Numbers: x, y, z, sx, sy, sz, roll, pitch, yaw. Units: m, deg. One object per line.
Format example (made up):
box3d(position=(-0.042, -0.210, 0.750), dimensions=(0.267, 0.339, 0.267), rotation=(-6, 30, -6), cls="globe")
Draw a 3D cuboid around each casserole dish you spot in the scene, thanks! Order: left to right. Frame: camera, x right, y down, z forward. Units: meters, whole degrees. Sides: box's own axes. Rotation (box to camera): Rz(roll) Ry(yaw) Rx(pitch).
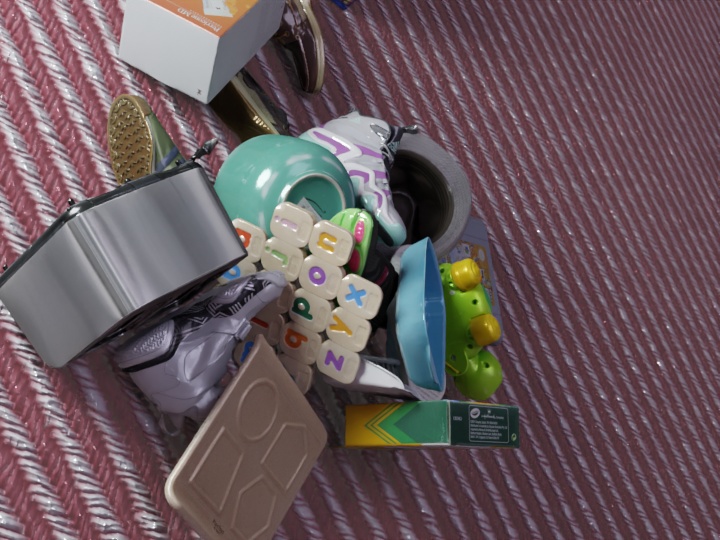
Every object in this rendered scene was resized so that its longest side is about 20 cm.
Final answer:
box3d(position=(0.070, 0.050, 1.185), dimensions=(0.201, 0.038, 0.122), rotation=(-84, 161, -53), cls="casserole dish")

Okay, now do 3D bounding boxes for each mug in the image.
box3d(position=(-0.068, -0.078, 1.209), dimensions=(0.183, 0.114, 0.155), rotation=(-5, 104, -31), cls="mug")

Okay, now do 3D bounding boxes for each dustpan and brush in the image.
box3d(position=(-0.023, 0.105, 1.197), dimensions=(0.140, 0.197, 0.058), rotation=(47, 52, -72), cls="dustpan and brush")

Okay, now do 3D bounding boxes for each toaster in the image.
box3d(position=(-0.225, -0.012, 1.002), dimensions=(0.180, 0.199, 0.120), rotation=(-32, 89, -50), cls="toaster")

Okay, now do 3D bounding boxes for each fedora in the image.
box3d(position=(0.051, -0.082, 1.398), dimensions=(0.176, 0.090, 0.201), rotation=(39, 53, -8), cls="fedora")

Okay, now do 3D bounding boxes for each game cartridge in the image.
box3d(position=(0.144, 0.005, 1.507), dimensions=(0.132, 0.041, 0.203), rotation=(16, 59, -46), cls="game cartridge")

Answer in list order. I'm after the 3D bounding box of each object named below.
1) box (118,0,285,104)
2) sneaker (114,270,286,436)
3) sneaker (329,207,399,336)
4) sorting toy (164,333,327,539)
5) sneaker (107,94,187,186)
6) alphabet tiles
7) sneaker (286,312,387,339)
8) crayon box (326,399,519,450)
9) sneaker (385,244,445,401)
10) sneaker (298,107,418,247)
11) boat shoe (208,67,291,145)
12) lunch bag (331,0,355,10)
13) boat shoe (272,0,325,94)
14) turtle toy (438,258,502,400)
box3d(position=(-0.183, -0.312, 1.241), dimensions=(0.123, 0.098, 0.201), rotation=(27, 45, 4), cls="box")
box3d(position=(-0.150, 0.085, 1.092), dimensions=(0.198, 0.075, 0.116), rotation=(-30, 100, -20), cls="sneaker")
box3d(position=(0.000, 0.000, 1.181), dimensions=(0.083, 0.202, 0.077), rotation=(-34, 56, -29), cls="sneaker")
box3d(position=(-0.116, 0.196, 1.071), dimensions=(0.201, 0.036, 0.186), rotation=(-62, 142, -31), cls="sorting toy")
box3d(position=(-0.218, -0.098, 1.161), dimensions=(0.089, 0.067, 0.203), rotation=(-2, 69, -59), cls="sneaker")
box3d(position=(-0.074, 0.033, 1.135), dimensions=(0.194, 0.202, 0.015), rotation=(24, 21, 16), cls="alphabet tiles")
box3d(position=(-0.017, 0.051, 1.286), dimensions=(0.199, 0.073, 0.081), rotation=(-9, 82, -48), cls="sneaker")
box3d(position=(0.070, 0.183, 1.206), dimensions=(0.125, 0.198, 0.052), rotation=(11, 74, -43), cls="crayon box")
box3d(position=(0.055, 0.072, 1.299), dimensions=(0.073, 0.082, 0.203), rotation=(2, 78, -26), cls="sneaker")
box3d(position=(0.027, -0.133, 1.294), dimensions=(0.139, 0.078, 0.200), rotation=(-34, 68, -17), cls="sneaker")
box3d(position=(-0.118, -0.178, 1.294), dimensions=(0.201, 0.073, 0.065), rotation=(56, 46, -9), cls="boat shoe")
box3d(position=(-0.007, -0.520, 1.526), dimensions=(0.093, 0.150, 0.203), rotation=(22, 56, -37), cls="lunch bag")
box3d(position=(-0.099, -0.337, 1.412), dimensions=(0.071, 0.072, 0.203), rotation=(-11, 89, -18), cls="boat shoe")
box3d(position=(0.127, 0.079, 1.379), dimensions=(0.101, 0.144, 0.203), rotation=(-10, 79, -62), cls="turtle toy")
